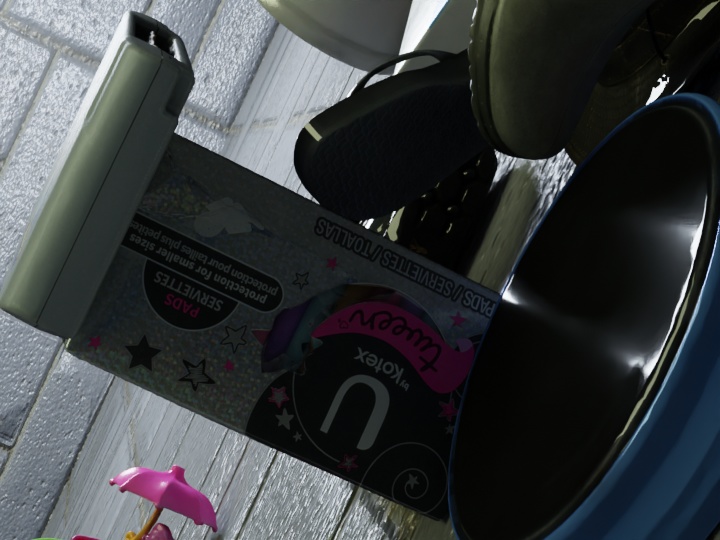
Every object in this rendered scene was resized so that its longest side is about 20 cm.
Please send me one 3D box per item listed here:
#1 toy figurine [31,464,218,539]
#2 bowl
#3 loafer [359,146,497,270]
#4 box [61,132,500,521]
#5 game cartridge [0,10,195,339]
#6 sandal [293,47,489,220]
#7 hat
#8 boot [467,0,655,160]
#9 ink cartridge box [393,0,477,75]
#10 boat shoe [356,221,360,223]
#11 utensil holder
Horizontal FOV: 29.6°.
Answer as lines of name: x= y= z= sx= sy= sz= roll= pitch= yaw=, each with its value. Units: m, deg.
toy figurine: x=-0.192 y=0.252 z=1.122 sx=0.184 sy=0.149 sz=0.201 roll=-48 pitch=40 yaw=25
bowl: x=0.092 y=0.027 z=0.502 sx=0.202 sy=0.039 sz=0.201 roll=-60 pitch=13 yaw=24
loafer: x=0.019 y=0.007 z=0.805 sx=0.202 sy=0.067 sz=0.070 roll=-62 pitch=4 yaw=-8
box: x=-0.039 y=0.027 z=0.680 sx=0.116 sy=0.198 sz=0.132 roll=-66 pitch=13 yaw=-4
game cartridge: x=-0.119 y=-0.046 z=0.613 sx=0.134 sy=0.041 sz=0.200 roll=-59 pitch=15 yaw=7
sandal: x=0.037 y=-0.084 z=0.699 sx=0.199 sy=0.043 sz=0.077 roll=-28 pitch=-36 yaw=-37
hat: x=0.120 y=-0.146 z=0.626 sx=0.202 sy=0.080 sz=0.201 roll=-60 pitch=13 yaw=25
boot: x=0.123 y=-0.122 z=0.512 sx=0.130 sy=0.067 sz=0.203 roll=29 pitch=107 yaw=38
ink cartridge box: x=0.089 y=-0.213 z=0.926 sx=0.116 sy=0.067 sz=0.202 roll=-51 pitch=18 yaw=45
boat shoe: x=0.000 y=0.000 z=0.875 sx=0.070 sy=0.070 sz=0.202 roll=133 pitch=159 yaw=-65
utensil holder: x=0.016 y=-0.304 z=1.201 sx=0.201 sy=0.168 sz=0.171 roll=-56 pitch=15 yaw=24
